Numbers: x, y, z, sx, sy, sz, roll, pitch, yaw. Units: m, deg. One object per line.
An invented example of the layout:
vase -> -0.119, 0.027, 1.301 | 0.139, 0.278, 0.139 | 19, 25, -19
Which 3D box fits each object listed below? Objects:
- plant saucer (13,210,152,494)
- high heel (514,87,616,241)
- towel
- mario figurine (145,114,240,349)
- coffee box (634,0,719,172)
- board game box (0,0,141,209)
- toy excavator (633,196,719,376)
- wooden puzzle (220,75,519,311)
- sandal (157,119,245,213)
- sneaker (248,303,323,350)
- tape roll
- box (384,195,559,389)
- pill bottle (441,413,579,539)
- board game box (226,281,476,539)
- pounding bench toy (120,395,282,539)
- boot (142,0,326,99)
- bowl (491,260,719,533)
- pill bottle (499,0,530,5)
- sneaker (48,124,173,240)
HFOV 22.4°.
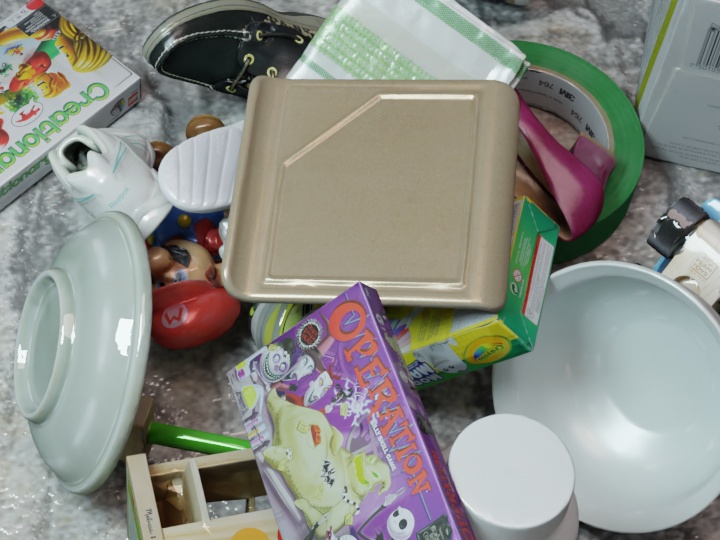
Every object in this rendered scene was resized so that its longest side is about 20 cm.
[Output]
plant saucer -> -0.204, 0.054, 1.273 | 0.050, 0.200, 0.201 | 10, 53, -27
high heel -> 0.104, -0.100, 1.431 | 0.199, 0.068, 0.096 | 25, 47, 7
towel -> 0.016, -0.128, 1.415 | 0.149, 0.031, 0.200 | 37, 99, -1
mario figurine -> -0.141, -0.032, 1.391 | 0.105, 0.124, 0.201 | 8, 51, -16
coffee box -> 0.351, -0.212, 1.514 | 0.199, 0.200, 0.199 | 13, 55, 2
board game box -> -0.293, -0.129, 1.486 | 0.126, 0.035, 0.200 | 37, 60, 17
toy excavator -> 0.300, -0.010, 1.440 | 0.100, 0.200, 0.195 | 41, 106, 18
wooden puzzle -> 0.010, -0.055, 1.297 | 0.199, 0.037, 0.186 | 4, 62, 6
sandal -> -0.063, -0.082, 1.365 | 0.206, 0.059, 0.079 | -16, 70, -26
sneaker -> 0.000, 0.000, 1.355 | 0.075, 0.200, 0.076 | 26, 17, -36
tape roll -> 0.133, -0.100, 1.506 | 0.199, 0.048, 0.201 | 3, 56, -4
box -> 0.052, 0.030, 1.354 | 0.048, 0.199, 0.118 | 40, 49, -30
pill bottle -> 0.085, 0.180, 1.222 | 0.110, 0.200, 0.111 | 3, 56, -5
board game box -> -0.008, 0.121, 1.164 | 0.120, 0.032, 0.201 | -33, 58, 17
pounding bench toy -> -0.081, 0.165, 1.260 | 0.155, 0.124, 0.201 | -10, 58, -13
boot -> -0.064, -0.138, 1.463 | 0.203, 0.074, 0.154 | -2, 54, -44
bowl -> 0.204, 0.084, 1.331 | 0.201, 0.202, 0.090 | 41, 30, 20
pill bottle -> 0.065, -0.308, 1.600 | 0.199, 0.111, 0.111 | 13, 56, 3
sneaker -> -0.199, -0.084, 1.390 | 0.080, 0.200, 0.071 | 40, 90, -25
